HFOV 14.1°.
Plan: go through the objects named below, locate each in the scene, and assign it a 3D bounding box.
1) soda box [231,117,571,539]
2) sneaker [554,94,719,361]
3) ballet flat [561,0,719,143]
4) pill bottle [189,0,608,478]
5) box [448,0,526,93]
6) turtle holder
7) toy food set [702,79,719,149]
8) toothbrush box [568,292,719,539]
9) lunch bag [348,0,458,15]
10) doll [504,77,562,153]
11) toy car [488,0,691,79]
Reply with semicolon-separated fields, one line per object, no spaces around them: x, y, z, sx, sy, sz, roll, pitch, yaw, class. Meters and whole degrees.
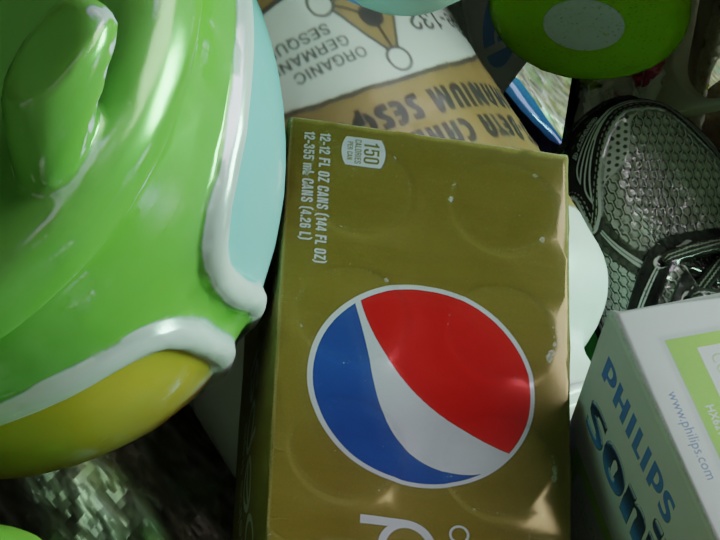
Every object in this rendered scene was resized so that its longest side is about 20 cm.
0.007;0.069;0.624;0.067;0.064;0.201;7;58;-8;soda box
0.115;0.034;0.776;0.078;0.085;0.200;-19;68;-24;sneaker
0.100;-0.049;0.949;0.064;0.201;0.076;11;8;24;ballet flat
0.000;0.000;0.766;0.200;0.114;0.114;58;22;17;pill bottle
0.052;-0.168;0.931;0.200;0.041;0.156;-51;140;-43;box
-0.073;-0.013;0.608;0.186;0.141;0.132;59;5;38;turtle holder
0.166;0.025;1.000;0.198;0.048;0.201;-17;-90;68;toy food set
0.096;0.117;0.651;0.086;0.200;0.146;-9;55;-19;toothbrush box
0.022;-0.163;0.644;0.160;0.200;0.077;36;-5;42;lunch bag
0.039;-0.035;0.995;0.200;0.048;0.137;40;34;-38;doll
0.094;-0.174;0.742;0.158;0.200;0.165;34;48;-36;toy car
